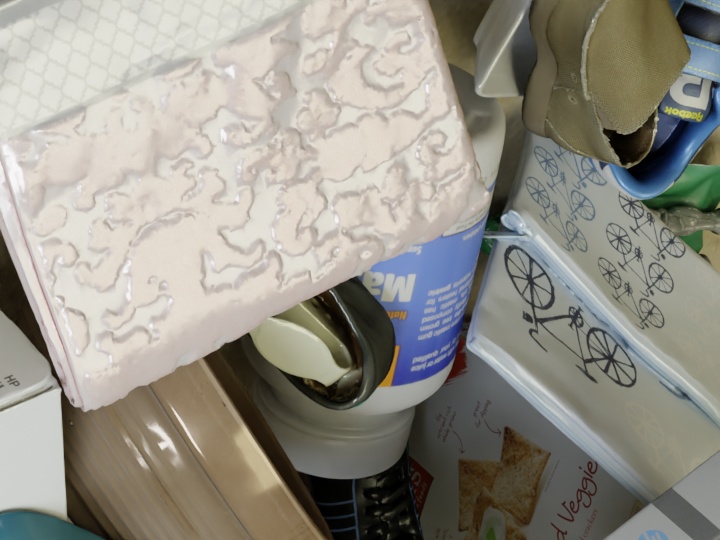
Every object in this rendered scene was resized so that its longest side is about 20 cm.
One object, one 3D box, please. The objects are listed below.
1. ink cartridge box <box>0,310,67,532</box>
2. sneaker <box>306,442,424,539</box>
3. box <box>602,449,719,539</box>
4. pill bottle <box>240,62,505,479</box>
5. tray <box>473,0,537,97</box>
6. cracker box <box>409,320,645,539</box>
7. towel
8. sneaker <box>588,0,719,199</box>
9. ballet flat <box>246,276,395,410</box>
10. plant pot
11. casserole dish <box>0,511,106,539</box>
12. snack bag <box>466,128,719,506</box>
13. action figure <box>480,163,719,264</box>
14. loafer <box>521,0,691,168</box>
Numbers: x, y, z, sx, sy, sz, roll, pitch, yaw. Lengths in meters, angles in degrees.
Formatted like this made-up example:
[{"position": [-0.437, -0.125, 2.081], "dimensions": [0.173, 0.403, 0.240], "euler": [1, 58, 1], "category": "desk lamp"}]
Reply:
[{"position": [-0.196, 0.099, 1.185], "dimensions": [0.084, 0.145, 0.201], "euler": [-22, 134, -28], "category": "ink cartridge box"}, {"position": [0.008, 0.135, 1.478], "dimensions": [0.070, 0.078, 0.201], "euler": [-22, 134, -32], "category": "sneaker"}, {"position": [0.120, 0.187, 1.282], "dimensions": [0.200, 0.041, 0.156], "euler": [-33, 144, -23], "category": "box"}, {"position": [0.000, 0.000, 1.331], "dimensions": [0.112, 0.112, 0.201], "euler": [-15, 130, -37], "category": "pill bottle"}, {"position": [0.100, -0.138, 1.338], "dimensions": [0.108, 0.022, 0.200], "euler": [-60, 168, 12], "category": "tray"}, {"position": [0.105, 0.133, 1.474], "dimensions": [0.058, 0.200, 0.134], "euler": [-7, 126, -44], "category": "cracker box"}, {"position": [-0.055, -0.062, 1.085], "dimensions": [0.200, 0.032, 0.192], "euler": [-26, 121, -15], "category": "towel"}, {"position": [0.172, -0.122, 1.379], "dimensions": [0.074, 0.082, 0.200], "euler": [14, 121, -13], "category": "sneaker"}, {"position": [-0.054, -0.012, 1.225], "dimensions": [0.068, 0.068, 0.200], "euler": [-37, 110, 23], "category": "ballet flat"}, {"position": [-0.101, 0.067, 1.226], "dimensions": [0.093, 0.201, 0.201], "euler": [-33, 141, 0], "category": "plant pot"}, {"position": [-0.130, 0.176, 1.165], "dimensions": [0.121, 0.039, 0.200], "euler": [-51, 140, 3], "category": "casserole dish"}, {"position": [0.136, 0.031, 1.398], "dimensions": [0.189, 0.200, 0.021], "euler": [42, 126, -16], "category": "snack bag"}, {"position": [0.136, -0.015, 1.510], "dimensions": [0.200, 0.055, 0.118], "euler": [1, 122, -41], "category": "action figure"}, {"position": [0.123, -0.112, 1.279], "dimensions": [0.076, 0.067, 0.200], "euler": [-54, 168, -16], "category": "loafer"}]
